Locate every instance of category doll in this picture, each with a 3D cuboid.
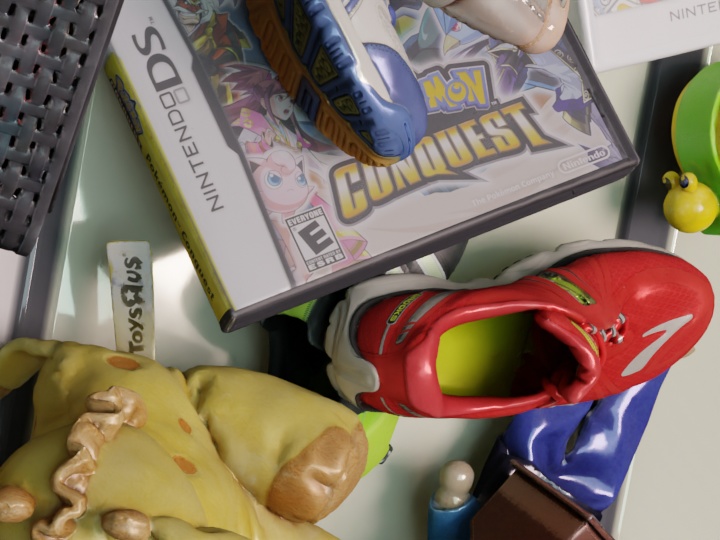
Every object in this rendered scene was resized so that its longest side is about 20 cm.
[{"bbox_3d":[0.089,0.111,0.941,0.136,0.048,0.200,34,83,-34],"label":"doll"}]

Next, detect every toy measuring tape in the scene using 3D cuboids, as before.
[{"bbox_3d":[0.211,-0.092,0.962,0.200,0.074,0.074,-43,112,-23],"label":"toy measuring tape"}]

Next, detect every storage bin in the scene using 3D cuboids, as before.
[{"bbox_3d":[-0.136,-0.123,0.729,0.094,0.135,0.200,16,111,-16],"label":"storage bin"}]

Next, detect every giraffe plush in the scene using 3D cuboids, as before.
[{"bbox_3d":[-0.088,0.101,0.771,0.172,0.162,0.200,-18,101,10],"label":"giraffe plush"}]

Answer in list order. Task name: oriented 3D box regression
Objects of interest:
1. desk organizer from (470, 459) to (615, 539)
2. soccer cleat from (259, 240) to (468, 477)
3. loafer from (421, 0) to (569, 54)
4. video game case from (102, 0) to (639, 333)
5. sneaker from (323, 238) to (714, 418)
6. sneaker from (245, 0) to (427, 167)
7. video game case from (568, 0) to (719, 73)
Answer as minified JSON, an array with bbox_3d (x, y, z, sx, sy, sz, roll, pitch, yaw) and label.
[{"bbox_3d":[0.118,0.186,0.907,0.077,0.072,0.200,-46,118,-6],"label":"desk organizer"},{"bbox_3d":[0.000,0.000,0.869,0.081,0.067,0.200,11,94,-54],"label":"soccer cleat"},{"bbox_3d":[0.066,-0.166,0.830,0.063,0.072,0.200,37,43,-21],"label":"loafer"},{"bbox_3d":[-0.005,-0.090,0.843,0.200,0.026,0.181,-21,78,-20],"label":"video game case"},{"bbox_3d":[0.083,0.035,0.848,0.200,0.085,0.077,-10,104,-31],"label":"sneaker"},{"bbox_3d":[-0.010,-0.141,0.804,0.088,0.075,0.200,-23,80,-21],"label":"sneaker"},{"bbox_3d":[0.169,-0.210,0.947,0.182,0.023,0.200,-15,103,-22],"label":"video game case"}]
